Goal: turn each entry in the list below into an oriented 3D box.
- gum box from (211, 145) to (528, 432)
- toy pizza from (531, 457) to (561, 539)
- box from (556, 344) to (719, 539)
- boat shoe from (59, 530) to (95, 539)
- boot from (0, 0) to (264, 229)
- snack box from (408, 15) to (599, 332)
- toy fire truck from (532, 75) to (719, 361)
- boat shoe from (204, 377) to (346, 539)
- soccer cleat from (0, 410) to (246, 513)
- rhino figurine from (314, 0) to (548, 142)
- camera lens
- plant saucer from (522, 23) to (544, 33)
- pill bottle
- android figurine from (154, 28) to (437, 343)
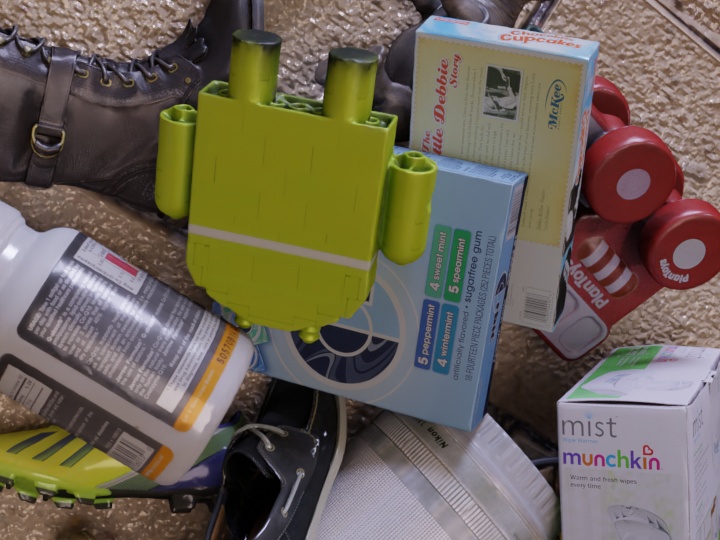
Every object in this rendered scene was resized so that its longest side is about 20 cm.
[{"bbox_3d":[0.000,0.000,0.831,0.198,0.045,0.172,14,107,18],"label":"gum box"},{"bbox_3d":[0.152,0.253,1.021,0.198,0.032,0.202,-5,106,-17],"label":"toy pizza"},{"bbox_3d":[0.217,0.160,0.908,0.096,0.200,0.178,-1,98,24],"label":"box"},{"bbox_3d":[-0.152,0.261,0.907,0.066,0.074,0.201,-38,114,-20],"label":"boat shoe"},{"bbox_3d":[-0.164,-0.126,0.794,0.173,0.069,0.202,17,101,-22],"label":"boot"},{"bbox_3d":[0.090,-0.063,0.829,0.115,0.037,0.202,13,121,18],"label":"snack box"},{"bbox_3d":[0.160,-0.034,0.906,0.168,0.112,0.200,-40,123,13],"label":"toy fire truck"},{"bbox_3d":[-0.058,0.131,0.842,0.071,0.201,0.068,-17,131,31],"label":"boat shoe"},{"bbox_3d":[-0.174,0.126,0.873,0.198,0.065,0.085,6,73,-16],"label":"soccer cleat"},{"bbox_3d":[0.065,-0.172,0.862,0.200,0.060,0.088,-45,130,-4],"label":"rhino figurine"},{"bbox_3d":[0.032,0.196,0.893,0.200,0.160,0.160,-41,113,-7],"label":"camera lens"},{"bbox_3d":[0.088,-0.082,0.911,0.070,0.019,0.201,31,94,-38],"label":"plant saucer"},{"bbox_3d":[-0.178,0.044,0.797,0.199,0.116,0.117,32,93,-9],"label":"pill bottle"},{"bbox_3d":[-0.044,-0.046,0.774,0.180,0.041,0.202,10,116,9],"label":"android figurine"}]
